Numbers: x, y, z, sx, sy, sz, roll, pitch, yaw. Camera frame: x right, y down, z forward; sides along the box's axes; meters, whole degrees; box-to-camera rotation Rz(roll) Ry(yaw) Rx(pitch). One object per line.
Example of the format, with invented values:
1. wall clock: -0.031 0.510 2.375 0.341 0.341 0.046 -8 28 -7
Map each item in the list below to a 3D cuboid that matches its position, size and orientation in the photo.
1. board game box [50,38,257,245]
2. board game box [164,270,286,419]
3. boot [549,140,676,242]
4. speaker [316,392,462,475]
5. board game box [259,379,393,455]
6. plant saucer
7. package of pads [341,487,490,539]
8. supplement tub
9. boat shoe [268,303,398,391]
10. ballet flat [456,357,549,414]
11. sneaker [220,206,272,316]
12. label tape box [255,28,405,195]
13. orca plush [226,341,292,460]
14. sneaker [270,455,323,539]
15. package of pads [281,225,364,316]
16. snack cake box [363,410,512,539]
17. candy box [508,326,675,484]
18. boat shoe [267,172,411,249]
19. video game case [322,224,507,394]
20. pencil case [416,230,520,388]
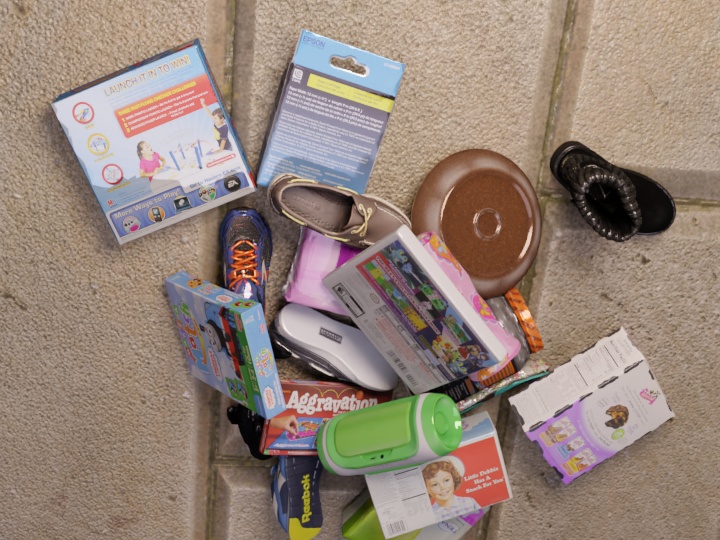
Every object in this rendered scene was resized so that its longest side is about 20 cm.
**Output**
1. board game box: -0.257 -0.162 1.182 0.196 0.056 0.199 -20 113 2
2. board game box: -0.181 0.095 1.229 0.036 0.198 0.154 -26 117 -31
3. boot: 0.349 -0.085 1.225 0.208 0.158 0.080 23 109 -15
4. speaker: 0.037 0.222 1.248 0.197 0.089 0.089 -19 117 35
5. board game box: -0.046 0.212 1.328 0.197 0.019 0.105 7 97 -33
6. plant saucer: 0.164 -0.061 1.239 0.196 0.037 0.205 -1 91 -20
7. package of pads: 0.087 0.370 1.434 0.154 0.068 0.200 40 103 -18
8. supplement tub: 0.148 0.109 1.301 0.197 0.123 0.124 -27 113 2
9. boat shoe: -0.039 0.117 1.318 0.197 0.073 0.068 27 146 -15
10. ballet flat: 0.180 0.162 1.362 0.197 0.076 0.065 -25 80 -2
11. sneaker: -0.153 0.012 1.253 0.074 0.079 0.204 -3 113 -6
12. label tape box: -0.041 -0.193 1.190 0.140 0.066 0.203 15 108 -13
13. orca plush: -0.132 0.201 1.322 0.103 0.072 0.203 14 118 -15
14. sneaker: -0.098 0.296 1.372 0.073 0.082 0.205 -2 105 -31
15. package of pads: 0.000 0.000 1.262 0.196 0.076 0.123 13 103 -12
16. snack cake box: 0.108 0.293 1.335 0.196 0.067 0.117 -17 108 0
17. candy box: 0.342 0.202 1.366 0.198 0.072 0.168 -33 131 8
18. boat shoe: -0.021 -0.070 1.173 0.197 0.060 0.073 20 97 -16
19. video game case: 0.063 0.055 1.155 0.201 0.023 0.181 51 142 -7
20. pencil case: 0.118 0.049 1.187 0.087 0.088 0.201 -36 100 9
